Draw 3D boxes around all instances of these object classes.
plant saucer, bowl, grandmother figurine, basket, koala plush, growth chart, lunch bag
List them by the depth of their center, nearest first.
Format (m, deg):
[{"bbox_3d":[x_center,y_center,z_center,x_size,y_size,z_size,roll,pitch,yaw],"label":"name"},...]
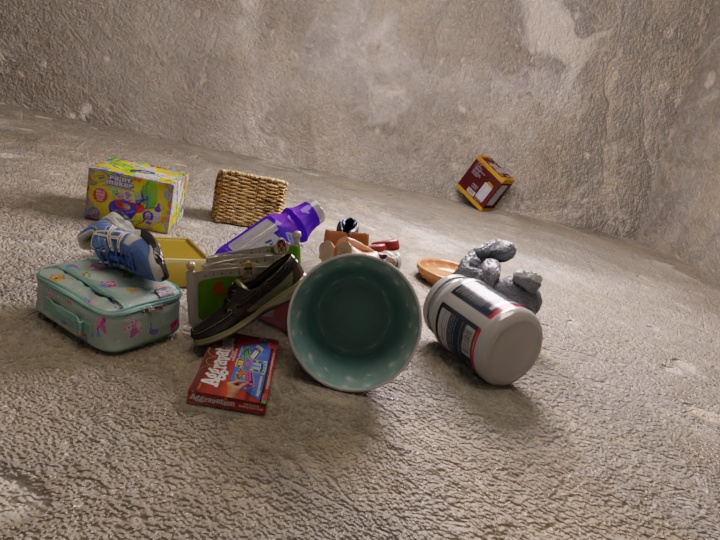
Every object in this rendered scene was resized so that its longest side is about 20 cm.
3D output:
[{"bbox_3d":[-0.377,0.045,0.898,0.197,0.078,0.160,20,16,27],"label":"lunch bag"},{"bbox_3d":[-0.008,0.073,0.919,0.197,0.205,0.105,13,3,-1],"label":"bowl"},{"bbox_3d":[-0.180,0.025,0.944,0.197,0.147,0.018,-15,31,-18],"label":"growth chart"},{"bbox_3d":[0.017,-0.021,1.096,0.120,0.062,0.199,15,4,33],"label":"grandmother figurine"},{"bbox_3d":[-0.388,-0.025,1.186,0.197,0.049,0.199,2,19,-36],"label":"plant saucer"},{"bbox_3d":[0.308,0.050,1.302,0.182,0.181,0.199,-14,29,-35],"label":"koala plush"},{"bbox_3d":[0.241,0.016,1.579,0.196,0.038,0.200,11,16,-3],"label":"plant saucer"},{"bbox_3d":[-0.315,-0.212,1.700,0.196,0.152,0.143,7,17,-18],"label":"basket"}]

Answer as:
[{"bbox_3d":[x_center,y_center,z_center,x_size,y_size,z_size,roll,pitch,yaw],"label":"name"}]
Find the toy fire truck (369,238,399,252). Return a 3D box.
[{"bbox_3d":[0.000,0.000,1.349,0.165,0.114,0.199,-7,6,26],"label":"toy fire truck"}]

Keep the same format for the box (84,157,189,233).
[{"bbox_3d":[-0.548,-0.191,1.488,0.196,0.124,0.193,11,16,-8],"label":"box"}]

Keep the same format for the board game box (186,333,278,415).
[{"bbox_3d":[-0.175,0.138,0.853,0.101,0.020,0.200,10,16,-6],"label":"board game box"}]

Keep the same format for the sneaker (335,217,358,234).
[{"bbox_3d":[-0.030,-0.088,1.575,0.072,0.114,0.200,14,16,0],"label":"sneaker"}]

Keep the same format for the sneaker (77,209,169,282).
[{"bbox_3d":[-0.359,-0.025,0.912,0.077,0.077,0.198,-31,40,-35],"label":"sneaker"}]

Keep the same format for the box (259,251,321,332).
[{"bbox_3d":[-0.126,0.033,1.087,0.198,0.111,0.127,21,18,28],"label":"box"}]

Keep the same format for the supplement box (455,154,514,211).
[{"bbox_3d":[0.636,-0.445,3.059,0.132,0.201,0.198,-8,51,-52],"label":"supplement box"}]

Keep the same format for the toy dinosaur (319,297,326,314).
[{"bbox_3d":[0.010,0.049,1.045,0.085,0.137,0.201,-6,32,31],"label":"toy dinosaur"}]

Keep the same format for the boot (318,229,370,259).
[{"bbox_3d":[0.007,0.004,1.189,0.196,0.158,0.074,8,-1,-18],"label":"boot"}]

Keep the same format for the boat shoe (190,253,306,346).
[{"bbox_3d":[-0.174,0.041,0.908,0.198,0.066,0.073,-32,20,-14],"label":"boat shoe"}]

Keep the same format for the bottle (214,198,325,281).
[{"bbox_3d":[-0.146,-0.049,1.001,0.199,0.084,0.065,-38,50,-24],"label":"bottle"}]

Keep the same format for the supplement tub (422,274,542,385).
[{"bbox_3d":[0.214,0.099,1.075,0.138,0.143,0.200,4,18,-29],"label":"supplement tub"}]
